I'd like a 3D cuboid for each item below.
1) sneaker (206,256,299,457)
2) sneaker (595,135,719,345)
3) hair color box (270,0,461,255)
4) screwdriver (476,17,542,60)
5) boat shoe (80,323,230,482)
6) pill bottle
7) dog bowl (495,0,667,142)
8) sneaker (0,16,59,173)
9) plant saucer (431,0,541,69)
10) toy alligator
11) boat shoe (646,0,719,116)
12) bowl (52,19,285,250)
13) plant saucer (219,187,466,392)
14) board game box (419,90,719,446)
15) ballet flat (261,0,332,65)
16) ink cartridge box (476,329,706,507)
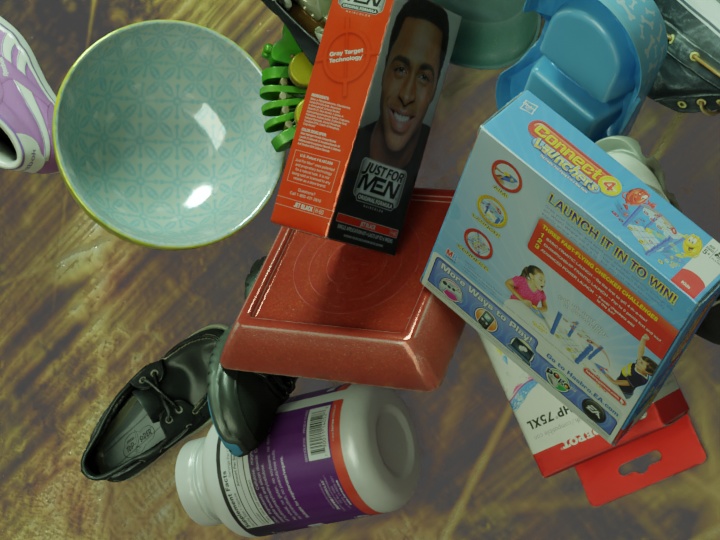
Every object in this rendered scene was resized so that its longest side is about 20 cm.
[{"bbox_3d":[-0.070,0.065,1.544,0.082,0.073,0.201,-4,50,25],"label":"sneaker"},{"bbox_3d":[0.229,-0.001,1.390,0.074,0.089,0.200,-32,114,28],"label":"sneaker"},{"bbox_3d":[0.006,-0.120,1.447,0.061,0.101,0.201,16,92,34],"label":"hair color box"},{"bbox_3d":[0.168,-0.224,1.474,0.200,0.028,0.029,-29,53,33],"label":"screwdriver"},{"bbox_3d":[-0.185,0.124,1.666,0.199,0.066,0.075,-39,77,25],"label":"boat shoe"},{"bbox_3d":[-0.056,0.165,1.578,0.199,0.112,0.113,-15,89,28],"label":"pill bottle"},{"bbox_3d":[0.170,-0.151,1.407,0.111,0.050,0.200,42,149,16],"label":"dog bowl"},{"bbox_3d":[-0.347,-0.172,1.693,0.201,0.114,0.073,49,116,16],"label":"sneaker"},{"bbox_3d":[0.064,-0.245,1.461,0.199,0.036,0.200,28,152,16],"label":"plant saucer"},{"bbox_3d":[-0.061,-0.169,1.562,0.054,0.059,0.201,-6,80,-10],"label":"toy alligator"},{"bbox_3d":[0.284,-0.140,1.397,0.200,0.071,0.091,48,119,22],"label":"boat shoe"},{"bbox_3d":[-0.174,-0.107,1.599,0.201,0.199,0.108,71,160,3],"label":"bowl"},{"bbox_3d":[0.000,0.000,1.500,0.199,0.200,0.037,4,142,27],"label":"plant saucer"},{"bbox_3d":[0.153,0.001,1.349,0.200,0.056,0.196,41,146,15],"label":"board game box"},{"bbox_3d":[-0.028,-0.210,1.513,0.200,0.073,0.073,45,114,5],"label":"ballet flat"},{"bbox_3d":[0.180,0.085,1.472,0.116,0.067,0.201,-28,83,27],"label":"ink cartridge box"}]
